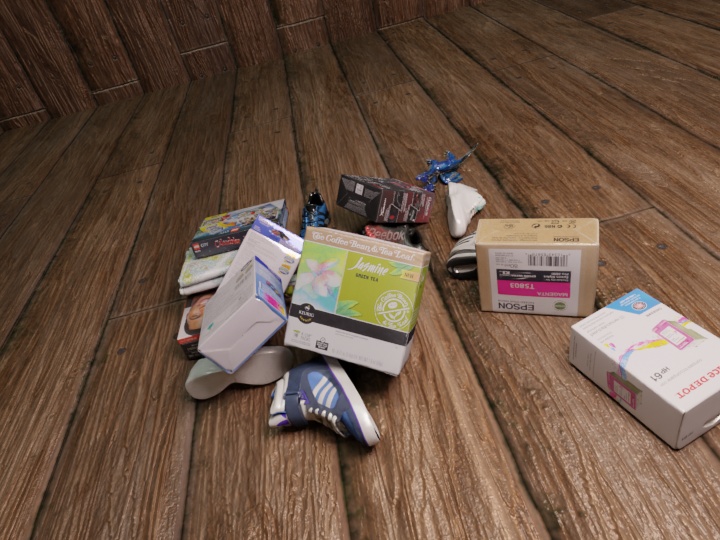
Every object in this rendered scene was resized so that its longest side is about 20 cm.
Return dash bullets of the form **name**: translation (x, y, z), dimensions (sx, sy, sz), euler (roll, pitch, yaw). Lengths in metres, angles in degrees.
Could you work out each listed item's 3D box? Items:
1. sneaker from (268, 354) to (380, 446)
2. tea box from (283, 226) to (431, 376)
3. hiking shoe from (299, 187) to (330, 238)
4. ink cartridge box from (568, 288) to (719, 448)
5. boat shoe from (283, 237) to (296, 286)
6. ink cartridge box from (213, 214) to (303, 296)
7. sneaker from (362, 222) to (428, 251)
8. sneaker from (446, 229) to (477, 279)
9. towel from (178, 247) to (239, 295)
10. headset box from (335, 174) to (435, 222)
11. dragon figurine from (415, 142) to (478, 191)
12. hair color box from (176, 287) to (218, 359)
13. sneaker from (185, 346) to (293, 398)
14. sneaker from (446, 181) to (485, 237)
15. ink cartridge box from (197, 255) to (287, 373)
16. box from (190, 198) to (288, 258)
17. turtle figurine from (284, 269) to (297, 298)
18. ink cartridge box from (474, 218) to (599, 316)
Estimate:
- **sneaker**: translation (-0.069, 0.228, 0.847), dimensions (0.145, 0.081, 0.200), euler (-31, 42, -8)
- **tea box**: translation (-0.001, 0.043, 0.893), dimensions (0.197, 0.200, 0.134), euler (12, 4, 11)
- **hiking shoe**: translation (-0.120, -0.112, 1.290), dimensions (0.073, 0.088, 0.201), euler (-8, 37, 8)
- **ink cartridge box**: translation (0.430, 0.134, 0.780), dimensions (0.143, 0.086, 0.200), euler (-25, 39, -14)
- **boat shoe**: translation (-0.176, -0.032, 1.222), dimensions (0.071, 0.066, 0.201), euler (-21, 37, -10)
- **ink cartridge box**: translation (-0.197, 0.006, 1.059), dimensions (0.118, 0.042, 0.202), euler (27, 83, -5)
- **sneaker**: translation (0.077, -0.060, 1.148), dimensions (0.098, 0.071, 0.201), euler (-47, 41, 4)
- **sneaker**: translation (0.276, -0.045, 1.073), dimensions (0.197, 0.076, 0.116), euler (-1, 40, 22)
- **towel**: translation (-0.291, -0.022, 1.162), dimensions (0.197, 0.049, 0.172), euler (-17, 30, -1)
- **headset box**: translation (0.066, -0.167, 1.253), dimensions (0.198, 0.076, 0.148), euler (-5, 24, -43)
- **dragon figurine**: translation (0.229, -0.262, 1.386), dimensions (0.197, 0.059, 0.100), euler (-19, 37, -4)
- **hair color box**: translation (-0.310, 0.085, 1.122), dimensions (0.100, 0.062, 0.201), euler (-14, 37, 1)
- **sneaker**: translation (-0.218, 0.161, 0.971), dimensions (0.197, 0.076, 0.089), euler (-15, 32, 4)
- **sneaker**: translation (0.244, -0.146, 1.228), dimensions (0.087, 0.076, 0.201), euler (4, 38, 5)
- **ink cartridge box**: translation (-0.203, 0.063, 0.929), dimensions (0.136, 0.076, 0.200), euler (-42, 26, 7)
- **box**: translation (-0.262, -0.094, 1.182), dimensions (0.197, 0.038, 0.137), euler (-13, 29, 5)
- **turtle figurine**: translation (-0.194, 0.030, 1.123), dimensions (0.159, 0.065, 0.202), euler (-17, 47, 5)
- **ink cartridge box**: translation (0.306, -0.005, 0.936), dimensions (0.197, 0.166, 0.076), euler (1, 41, 21)
